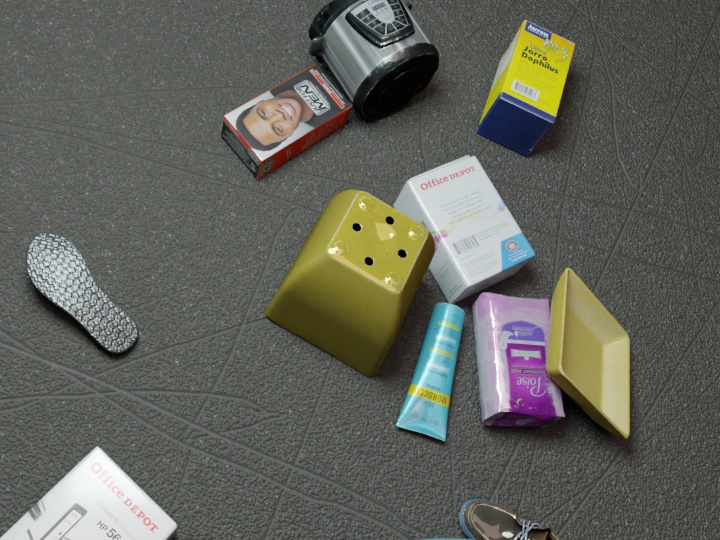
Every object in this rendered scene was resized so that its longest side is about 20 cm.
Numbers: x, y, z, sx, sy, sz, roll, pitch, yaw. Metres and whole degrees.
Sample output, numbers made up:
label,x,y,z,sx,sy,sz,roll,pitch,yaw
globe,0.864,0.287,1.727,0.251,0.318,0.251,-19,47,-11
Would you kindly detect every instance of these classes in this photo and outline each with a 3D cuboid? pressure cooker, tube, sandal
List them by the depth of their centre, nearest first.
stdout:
label,x,y,z,sx,sy,sz,roll,pitch,yaw
sandal,-0.393,0.038,1.067,0.075,0.048,0.201,-41,95,-29
tube,0.114,0.151,1.165,0.076,0.051,0.203,16,68,0
pressure cooker,0.016,-0.386,1.306,0.201,0.178,0.175,58,24,14

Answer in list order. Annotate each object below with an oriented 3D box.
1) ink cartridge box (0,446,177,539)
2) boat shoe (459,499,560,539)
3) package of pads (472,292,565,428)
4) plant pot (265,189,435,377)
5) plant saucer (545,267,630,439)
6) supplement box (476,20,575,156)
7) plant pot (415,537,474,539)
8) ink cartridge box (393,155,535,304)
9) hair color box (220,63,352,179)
label,x,y,z,sx,sy,sz,roll,pitch,yaw
ink cartridge box,-0.340,0.337,0.919,0.146,0.084,0.200,41,62,5
boat shoe,0.235,0.379,1.077,0.198,0.073,0.073,29,61,-2
package of pads,0.240,0.137,1.187,0.119,0.076,0.203,5,65,-14
plant pot,0.000,0.000,1.108,0.192,0.200,0.197,29,62,-2
plant saucer,0.349,0.132,1.190,0.200,0.048,0.202,42,44,-27
supplement box,0.303,-0.333,1.401,0.108,0.109,0.202,23,62,-4
plant pot,0.080,0.417,0.979,0.197,0.141,0.143,-2,67,-25
ink cartridge box,0.167,-0.069,1.255,0.143,0.085,0.202,-22,75,-24
hair color box,-0.120,-0.248,1.264,0.199,0.061,0.102,-38,82,-26
